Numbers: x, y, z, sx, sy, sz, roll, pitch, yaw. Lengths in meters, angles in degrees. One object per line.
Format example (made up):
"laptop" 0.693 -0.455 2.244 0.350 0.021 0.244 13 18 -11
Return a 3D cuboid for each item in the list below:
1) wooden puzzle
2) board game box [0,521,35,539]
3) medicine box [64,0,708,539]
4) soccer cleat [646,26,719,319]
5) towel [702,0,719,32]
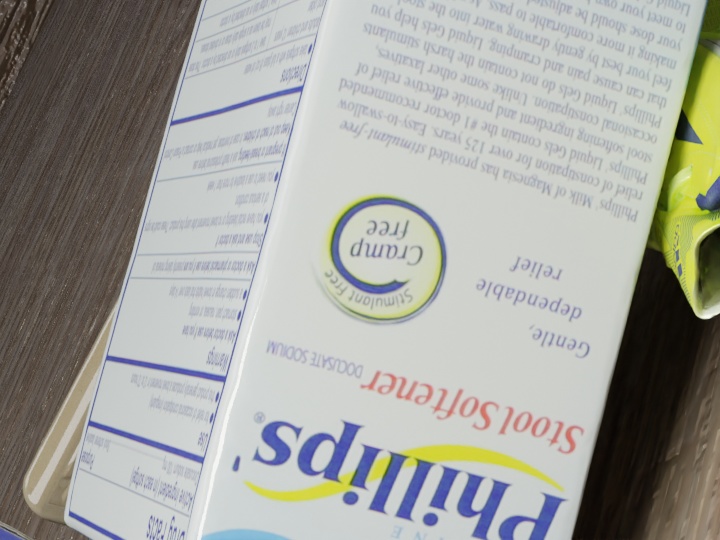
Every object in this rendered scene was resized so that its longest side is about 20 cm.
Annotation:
"wooden puzzle" -0.094 0.053 1.322 0.186 0.046 0.200 -63 18 -10
"board game box" -0.187 0.240 1.148 0.160 0.097 0.200 -51 17 35
"medicine box" 0.000 0.000 0.746 0.182 0.102 0.201 -179 104 -74
"soccer cleat" 0.099 -0.023 0.697 0.084 0.065 0.200 -53 13 -14
"towel" 0.117 -0.084 0.753 0.018 0.086 0.200 -21 3 -16
